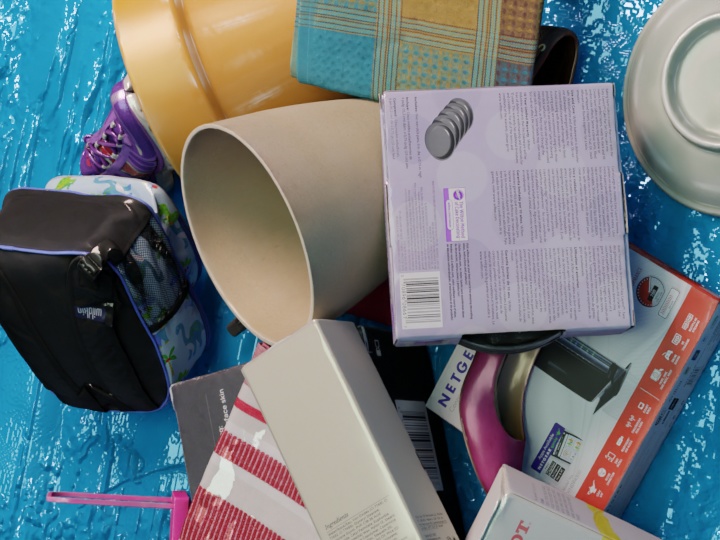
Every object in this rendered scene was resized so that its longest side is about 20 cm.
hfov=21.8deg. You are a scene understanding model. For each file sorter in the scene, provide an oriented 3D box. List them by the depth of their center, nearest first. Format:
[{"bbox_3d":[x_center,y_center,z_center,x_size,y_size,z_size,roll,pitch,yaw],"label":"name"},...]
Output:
[{"bbox_3d":[-0.215,0.291,1.607,0.124,0.139,0.202,3,85,-7],"label":"file sorter"}]

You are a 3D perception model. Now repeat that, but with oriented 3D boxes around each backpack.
[{"bbox_3d":[-0.224,0.019,1.647,0.181,0.201,0.147,3,41,32],"label":"backpack"}]

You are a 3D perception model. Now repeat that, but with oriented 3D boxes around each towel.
[{"bbox_3d":[0.044,-0.200,1.467,0.198,0.022,0.148,12,114,12],"label":"towel"},{"bbox_3d":[-0.066,0.177,1.494,0.143,0.023,0.202,28,99,30],"label":"towel"}]

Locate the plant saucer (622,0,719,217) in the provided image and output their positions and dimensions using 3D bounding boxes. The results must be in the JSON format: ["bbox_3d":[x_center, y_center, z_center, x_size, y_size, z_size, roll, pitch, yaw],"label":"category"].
[{"bbox_3d":[0.289,-0.143,1.442,0.198,0.050,0.202,-4,83,30],"label":"plant saucer"}]

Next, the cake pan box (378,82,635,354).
[{"bbox_3d":[0.109,-0.039,1.417,0.182,0.052,0.202,-4,81,-1],"label":"cake pan box"}]

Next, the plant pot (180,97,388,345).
[{"bbox_3d":[-0.012,-0.063,1.512,0.187,0.199,0.189,40,143,39],"label":"plant pot"}]

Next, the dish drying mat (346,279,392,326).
[{"bbox_3d":[0.000,0.000,1.591,0.198,0.018,0.078,16,96,20],"label":"dish drying mat"}]

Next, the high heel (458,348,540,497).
[{"bbox_3d":[0.127,0.080,1.446,0.095,0.067,0.202,-11,81,26],"label":"high heel"}]

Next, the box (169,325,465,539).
[{"bbox_3d":[-0.034,0.169,1.555,0.198,0.117,0.199,-18,76,26],"label":"box"}]

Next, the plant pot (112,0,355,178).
[{"bbox_3d":[-0.086,-0.188,1.594,0.182,0.200,0.202,-21,74,10],"label":"plant pot"}]

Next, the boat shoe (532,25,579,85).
[{"bbox_3d":[0.124,-0.104,1.503,0.070,0.070,0.202,5,78,42],"label":"boat shoe"}]

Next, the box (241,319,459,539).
[{"bbox_3d":[-0.007,0.142,1.409,0.082,0.068,0.201,-32,72,23],"label":"box"}]

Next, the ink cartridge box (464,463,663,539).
[{"bbox_3d":[0.163,0.256,1.400,0.199,0.083,0.146,26,99,-3],"label":"ink cartridge box"}]

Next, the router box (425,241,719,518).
[{"bbox_3d":[0.172,0.070,1.486,0.179,0.049,0.201,32,101,29],"label":"router box"}]

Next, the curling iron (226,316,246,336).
[{"bbox_3d":[-0.047,-0.015,1.635,0.050,0.026,0.200,47,107,18],"label":"curling iron"}]

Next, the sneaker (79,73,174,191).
[{"bbox_3d":[-0.207,-0.107,1.642,0.083,0.200,0.081,-16,73,-12],"label":"sneaker"}]
